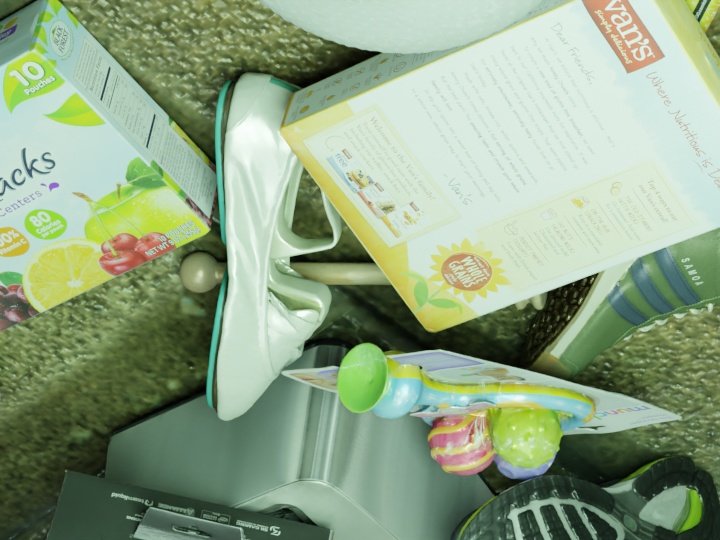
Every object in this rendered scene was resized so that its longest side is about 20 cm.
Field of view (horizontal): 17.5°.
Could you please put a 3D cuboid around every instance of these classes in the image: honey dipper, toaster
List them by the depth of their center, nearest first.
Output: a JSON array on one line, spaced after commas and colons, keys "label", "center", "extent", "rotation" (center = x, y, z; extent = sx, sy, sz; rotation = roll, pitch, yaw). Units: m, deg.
[{"label": "honey dipper", "center": [0.000, 0.000, 1.256], "extent": [0.200, 0.038, 0.038], "rotation": [2, 134, 12]}, {"label": "toaster", "center": [-0.025, 0.147, 1.339], "extent": [0.200, 0.119, 0.181], "rotation": [-24, 127, 27]}]

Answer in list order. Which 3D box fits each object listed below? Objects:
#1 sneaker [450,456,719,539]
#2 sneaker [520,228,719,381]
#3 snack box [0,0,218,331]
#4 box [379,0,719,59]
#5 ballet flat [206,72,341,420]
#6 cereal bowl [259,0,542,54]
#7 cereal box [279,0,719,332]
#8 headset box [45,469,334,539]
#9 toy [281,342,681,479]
[{"label": "sneaker", "center": [0.118, 0.155, 1.310], "extent": [0.200, 0.074, 0.081], "rotation": [-1, 159, -44]}, {"label": "sneaker", "center": [0.164, 0.002, 1.206], "extent": [0.090, 0.067, 0.200], "rotation": [25, 129, -8]}, {"label": "snack box", "center": [-0.194, -0.043, 1.224], "extent": [0.200, 0.053, 0.142], "rotation": [-25, 124, 28]}, {"label": "box", "center": [0.083, -0.104, 1.137], "extent": [0.136, 0.038, 0.200], "rotation": [17, 133, -7]}, {"label": "ballet flat", "center": [-0.044, -0.005, 1.207], "extent": [0.069, 0.069, 0.200], "rotation": [5, 117, 3]}, {"label": "cereal bowl", "center": [0.006, -0.179, 1.012], "extent": [0.200, 0.083, 0.200], "rotation": [10, 124, 15]}, {"label": "cereal box", "center": [0.082, -0.059, 1.119], "extent": [0.200, 0.040, 0.144], "rotation": [-21, 121, 27]}, {"label": "headset box", "center": [-0.103, 0.198, 1.262], "extent": [0.149, 0.077, 0.200], "rotation": [12, 135, -1]}, {"label": "toy", "center": [0.066, 0.083, 1.244], "extent": [0.115, 0.047, 0.200], "rotation": [-11, 157, 43]}]
